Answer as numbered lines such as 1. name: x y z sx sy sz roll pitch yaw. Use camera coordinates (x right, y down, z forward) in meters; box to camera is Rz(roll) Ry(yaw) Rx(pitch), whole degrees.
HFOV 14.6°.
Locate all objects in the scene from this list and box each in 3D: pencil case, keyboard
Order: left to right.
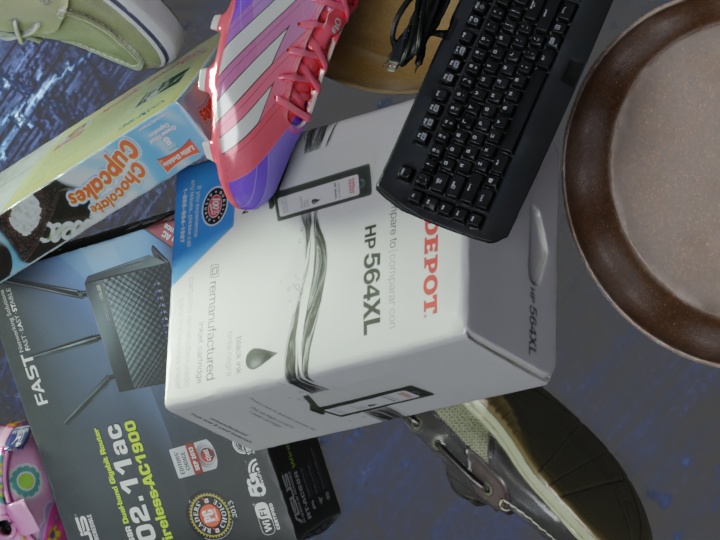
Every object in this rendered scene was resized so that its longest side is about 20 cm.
1. pencil case: -0.261 0.150 1.687 0.199 0.087 0.088 -16 95 27
2. keyboard: 0.062 -0.119 1.419 0.104 0.040 0.201 18 72 17

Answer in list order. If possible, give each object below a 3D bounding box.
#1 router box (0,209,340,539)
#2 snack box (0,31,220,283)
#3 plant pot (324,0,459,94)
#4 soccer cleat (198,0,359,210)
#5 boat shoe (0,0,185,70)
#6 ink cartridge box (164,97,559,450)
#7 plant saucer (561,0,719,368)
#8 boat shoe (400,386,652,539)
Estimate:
1. router box: -0.115 0.071 1.615 0.149 0.062 0.201 -16 94 28
2. snack box: -0.148 -0.057 1.570 0.199 0.116 0.037 -30 106 27
3. plant pot: 0.019 -0.196 1.516 0.199 0.027 0.201 5 103 23
4. soccer cleat: -0.035 -0.130 1.478 0.076 0.067 0.201 4 79 18
5. boat shoe: -0.192 -0.158 1.557 0.199 0.072 0.062 30 73 -15
6. ink cartridge box: 0.000 0.000 1.490 0.199 0.084 0.147 -16 61 34
7. plant saucer: 0.202 -0.048 1.461 0.199 0.034 0.202 5 103 23
8. boat shoe: 0.075 0.096 1.534 0.201 0.072 0.066 47 121 14
